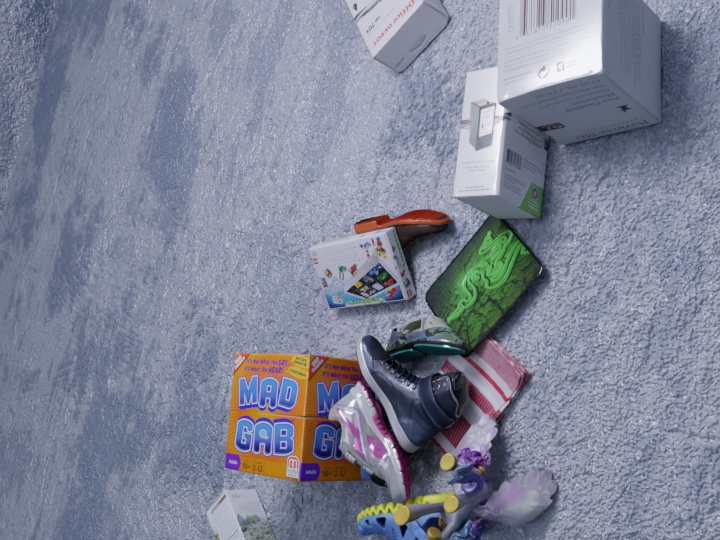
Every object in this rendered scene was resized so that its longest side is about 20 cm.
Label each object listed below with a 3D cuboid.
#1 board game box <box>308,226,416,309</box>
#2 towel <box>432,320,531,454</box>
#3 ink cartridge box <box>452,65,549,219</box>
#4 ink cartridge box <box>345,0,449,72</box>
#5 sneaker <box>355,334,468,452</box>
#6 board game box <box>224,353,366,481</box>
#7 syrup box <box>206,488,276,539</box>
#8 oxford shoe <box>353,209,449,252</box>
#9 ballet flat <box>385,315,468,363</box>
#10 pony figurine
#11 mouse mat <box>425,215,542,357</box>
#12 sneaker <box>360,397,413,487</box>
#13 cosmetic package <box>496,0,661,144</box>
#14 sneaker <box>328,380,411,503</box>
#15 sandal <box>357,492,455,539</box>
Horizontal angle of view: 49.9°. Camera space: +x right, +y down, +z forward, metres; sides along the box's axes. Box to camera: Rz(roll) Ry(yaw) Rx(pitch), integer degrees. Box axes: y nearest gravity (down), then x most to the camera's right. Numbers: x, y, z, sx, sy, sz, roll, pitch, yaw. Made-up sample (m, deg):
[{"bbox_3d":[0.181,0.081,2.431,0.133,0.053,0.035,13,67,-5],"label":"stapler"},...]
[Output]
[{"bbox_3d":[0.000,0.000,1.417,0.198,0.034,0.128,-9,105,43],"label":"board game box"},{"bbox_3d":[0.172,0.202,1.247,0.144,0.023,0.202,44,111,42],"label":"towel"},{"bbox_3d":[0.224,-0.195,1.203,0.083,0.145,0.204,1,80,40],"label":"ink cartridge box"},{"bbox_3d":[0.064,-0.509,1.487,0.146,0.085,0.202,-41,52,30],"label":"ink cartridge box"},{"bbox_3d":[0.088,0.169,1.244,0.146,0.077,0.204,-37,76,30],"label":"sneaker"},{"bbox_3d":[-0.094,0.257,1.368,0.198,0.198,0.203,-4,77,43],"label":"board game box"},{"bbox_3d":[-0.221,0.532,1.511,0.082,0.078,0.201,-52,49,22],"label":"syrup box"},{"bbox_3d":[0.079,-0.065,1.388,0.198,0.071,0.074,-4,105,41],"label":"oxford shoe"},{"bbox_3d":[0.107,0.109,1.283,0.199,0.073,0.076,-17,68,54],"label":"ballet flat"},{"bbox_3d":[0.161,0.322,1.126,0.194,0.199,0.167,-51,54,7],"label":"pony figurine"},{"bbox_3d":[0.195,0.022,1.263,0.201,0.007,0.162,-51,42,19],"label":"mouse mat"},{"bbox_3d":[0.060,0.265,1.319,0.077,0.070,0.203,7,78,22],"label":"sneaker"},{"bbox_3d":[0.314,-0.301,1.105,0.163,0.198,0.168,-7,74,43],"label":"cosmetic package"},{"bbox_3d":[0.015,0.285,1.246,0.087,0.081,0.202,-30,70,5],"label":"sneaker"},{"bbox_3d":[0.073,0.417,1.255,0.199,0.079,0.088,-24,68,40],"label":"sandal"}]
